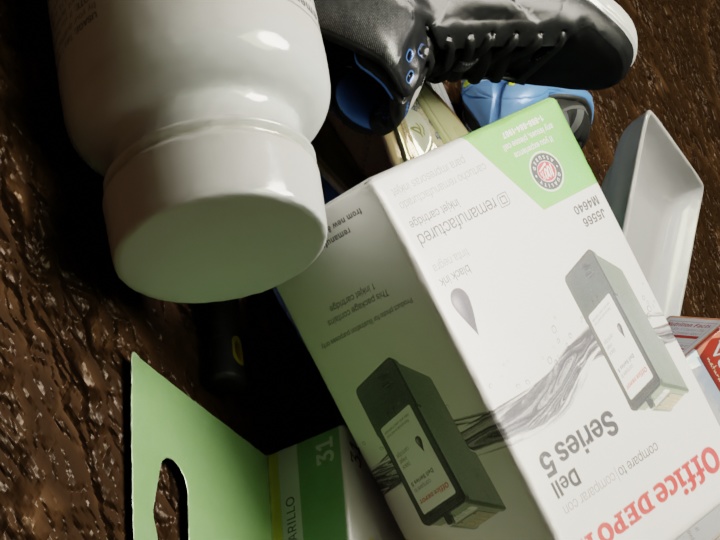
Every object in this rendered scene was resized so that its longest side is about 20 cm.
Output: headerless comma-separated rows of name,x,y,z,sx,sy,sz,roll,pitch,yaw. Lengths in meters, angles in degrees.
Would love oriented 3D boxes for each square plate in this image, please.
square plate,0.162,0.020,1.381,0.200,0.028,0.200,32,69,-69

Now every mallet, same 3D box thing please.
mallet,-0.060,-0.033,1.045,0.066,0.041,0.202,35,42,-57

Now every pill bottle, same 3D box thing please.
pill bottle,-0.073,-0.095,0.963,0.114,0.114,0.201,34,38,-53

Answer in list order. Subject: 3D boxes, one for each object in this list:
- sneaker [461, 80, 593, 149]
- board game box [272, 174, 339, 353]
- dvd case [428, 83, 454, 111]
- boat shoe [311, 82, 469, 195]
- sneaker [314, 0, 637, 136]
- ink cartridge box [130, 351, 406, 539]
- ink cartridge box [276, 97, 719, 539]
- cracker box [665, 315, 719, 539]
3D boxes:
sneaker,0.100,-0.082,1.438,0.199,0.070,0.084,-13,108,-74
board game box,0.013,0.020,1.138,0.199,0.039,0.159,1,58,-49
dvd case,-0.007,-0.127,1.272,0.151,0.025,0.200,67,20,1
boat shoe,-0.016,-0.096,1.117,0.200,0.073,0.063,49,34,14
sneaker,0.039,-0.100,1.078,0.199,0.073,0.113,20,52,-19
ink cartridge box,-0.021,0.130,0.951,0.200,0.048,0.146,47,29,-45
ink cartridge box,0.066,0.044,1.009,0.145,0.084,0.201,-27,89,-48
cracker box,0.132,0.133,1.133,0.200,0.058,0.135,-37,107,-23
